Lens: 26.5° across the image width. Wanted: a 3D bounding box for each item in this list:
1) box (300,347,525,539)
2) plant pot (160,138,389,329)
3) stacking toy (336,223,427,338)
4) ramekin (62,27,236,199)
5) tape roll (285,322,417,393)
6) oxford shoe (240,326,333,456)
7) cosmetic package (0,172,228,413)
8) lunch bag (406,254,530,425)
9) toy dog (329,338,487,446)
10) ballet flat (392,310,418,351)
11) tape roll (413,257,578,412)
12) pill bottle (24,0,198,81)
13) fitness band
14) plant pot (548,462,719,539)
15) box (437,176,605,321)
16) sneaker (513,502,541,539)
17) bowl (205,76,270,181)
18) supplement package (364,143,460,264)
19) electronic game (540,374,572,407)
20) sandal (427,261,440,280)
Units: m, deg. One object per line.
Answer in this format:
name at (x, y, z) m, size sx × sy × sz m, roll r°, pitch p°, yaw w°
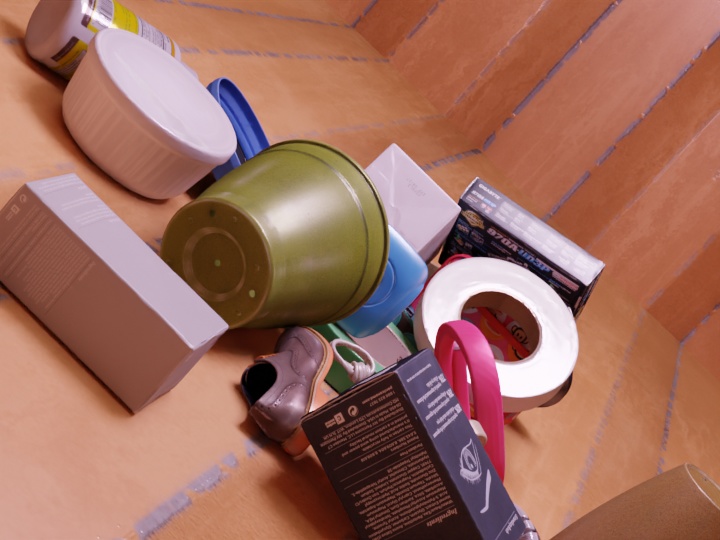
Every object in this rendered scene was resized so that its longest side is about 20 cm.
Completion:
box at (0.051, 0.187, 1.381) m, size 0.201 × 0.104 × 0.148 m, roll 63°, pitch 16°, yaw 3°
plant pot at (-0.100, -0.022, 1.553) m, size 0.200 × 0.201 × 0.193 m, roll 46°, pitch 27°, yaw 11°
stacking toy at (0.000, 0.000, 1.744) m, size 0.110 × 0.116 × 0.200 m, roll 47°, pitch 0°, yaw -7°
ramekin at (-0.242, -0.168, 1.705) m, size 0.202 × 0.094 × 0.203 m, roll 40°, pitch 20°, yaw -17°
tape roll at (-0.003, 0.087, 1.740) m, size 0.200 × 0.048 × 0.201 m, roll 40°, pitch 14°, yaw -12°
oxford shoe at (-0.074, 0.097, 1.477) m, size 0.073 × 0.071 × 0.200 m, roll 34°, pitch 17°, yaw -16°
cosmetic package at (-0.217, 0.016, 1.295) m, size 0.200 × 0.090 × 0.107 m, roll 47°, pitch 14°, yaw 4°
lunch bag at (0.159, 0.081, 1.929) m, size 0.200 × 0.176 × 0.082 m, roll 46°, pitch 10°, yaw 19°
toy dog at (0.031, 0.163, 1.579) m, size 0.199 × 0.097 × 0.132 m, roll 20°, pitch 32°, yaw -27°
ballet flat at (0.041, 0.081, 1.871) m, size 0.200 × 0.067 × 0.070 m, roll 46°, pitch -10°, yaw 11°
tape roll at (0.162, 0.074, 1.823) m, size 0.201 × 0.037 × 0.204 m, roll 10°, pitch 51°, yaw -13°
pill bottle at (-0.290, -0.253, 1.815) m, size 0.200 × 0.109 × 0.109 m, roll 32°, pitch 18°, yaw -38°
fitness band at (0.121, 0.152, 1.679) m, size 0.144 × 0.037 × 0.202 m, roll -133°, pitch -145°, yaw -66°
plant pot at (0.313, 0.308, 1.652) m, size 0.186 × 0.200 × 0.187 m, roll 38°, pitch 15°, yaw -12°
box at (0.202, -0.009, 1.967) m, size 0.199 × 0.046 × 0.159 m, roll 35°, pitch -30°, yaw 13°
sneaker at (0.181, 0.327, 1.521) m, size 0.112 × 0.077 × 0.201 m, roll 35°, pitch 27°, yaw -43°
bowl at (-0.145, -0.137, 1.871) m, size 0.201 × 0.039 × 0.202 m, roll -22°, pitch 90°, yaw -79°
supplement package at (0.033, -0.050, 1.933) m, size 0.121 × 0.120 × 0.200 m, roll 44°, pitch -14°, yaw 7°
electronic game at (0.197, 0.099, 2.031) m, size 0.200 × 0.200 × 0.042 m, roll 45°, pitch 57°, yaw 7°
sandal at (0.096, 0.014, 2.154) m, size 0.211 × 0.078 × 0.070 m, roll 38°, pitch 20°, yaw -1°
